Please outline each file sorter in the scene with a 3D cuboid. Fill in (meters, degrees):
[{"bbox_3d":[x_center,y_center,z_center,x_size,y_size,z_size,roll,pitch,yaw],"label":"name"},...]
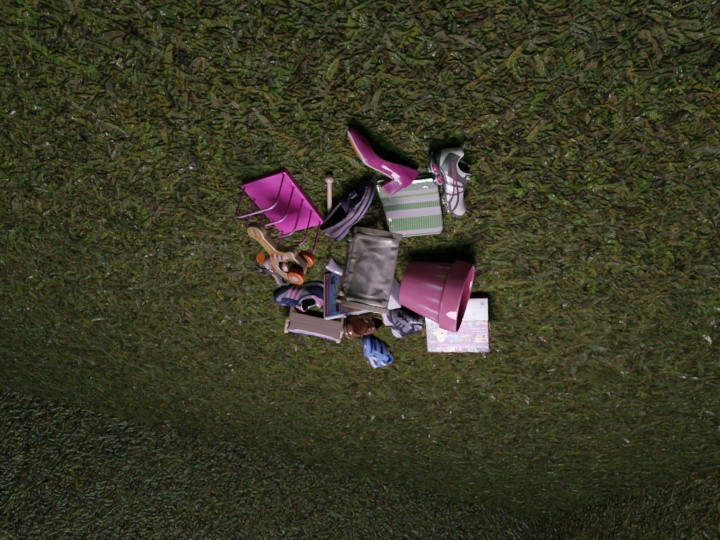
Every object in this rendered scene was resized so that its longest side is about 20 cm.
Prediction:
[{"bbox_3d":[-0.209,-0.132,1.462,0.137,0.127,0.200,-11,140,25],"label":"file sorter"}]

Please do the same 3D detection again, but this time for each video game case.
[{"bbox_3d":[0.301,0.167,1.765,0.197,0.036,0.184,-2,108,14],"label":"video game case"},{"bbox_3d":[-0.022,0.060,1.673,0.198,0.145,0.017,-13,156,26],"label":"video game case"}]

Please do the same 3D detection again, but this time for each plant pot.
[{"bbox_3d":[0.212,0.057,1.596,0.177,0.202,0.201,15,147,17],"label":"plant pot"}]

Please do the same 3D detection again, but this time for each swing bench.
[{"bbox_3d":[0.018,-0.002,1.470,0.128,0.202,0.200,11,178,-5],"label":"swing bench"}]

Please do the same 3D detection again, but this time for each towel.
[{"bbox_3d":[0.131,-0.160,1.446,0.150,0.024,0.201,-4,141,14],"label":"towel"}]

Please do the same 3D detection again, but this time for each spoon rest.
[{"bbox_3d":[0.000,0.000,1.642,0.197,0.100,0.061,11,156,21],"label":"spoon rest"}]

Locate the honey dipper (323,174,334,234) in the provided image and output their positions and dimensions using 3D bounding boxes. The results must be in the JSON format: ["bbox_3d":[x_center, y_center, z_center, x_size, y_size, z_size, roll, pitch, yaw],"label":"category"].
[{"bbox_3d":[-0.082,-0.170,1.466,0.037,0.038,0.201,5,141,4],"label":"honey dipper"}]

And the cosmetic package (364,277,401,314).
[{"bbox_3d":[0.018,0.072,1.730,0.198,0.082,0.113,-14,140,29],"label":"cosmetic package"}]

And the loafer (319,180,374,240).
[{"bbox_3d":[-0.035,-0.151,1.426,0.062,0.073,0.200,14,136,-28],"label":"loafer"}]

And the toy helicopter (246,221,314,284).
[{"bbox_3d":[-0.219,-0.046,1.433,0.131,0.079,0.200,-11,131,41],"label":"toy helicopter"}]

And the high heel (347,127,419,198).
[{"bbox_3d":[0.053,-0.266,1.304,0.096,0.067,0.201,-38,115,3],"label":"high heel"}]

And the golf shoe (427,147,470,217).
[{"bbox_3d":[0.225,-0.202,1.328,0.087,0.078,0.200,-16,138,19],"label":"golf shoe"}]

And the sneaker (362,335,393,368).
[{"bbox_3d":[0.059,0.285,2.024,0.081,0.075,0.200,-7,149,17],"label":"sneaker"}]

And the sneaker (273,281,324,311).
[{"bbox_3d":[-0.201,0.094,1.804,0.198,0.083,0.070,-15,139,29],"label":"sneaker"}]

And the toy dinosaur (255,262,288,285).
[{"bbox_3d":[-0.272,-0.002,1.723,0.087,0.048,0.201,1,147,-1],"label":"toy dinosaur"}]

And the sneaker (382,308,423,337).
[{"bbox_3d":[0.142,0.151,1.823,0.112,0.076,0.200,-7,147,19],"label":"sneaker"}]

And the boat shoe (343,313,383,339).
[{"bbox_3d":[0.011,0.160,1.703,0.067,0.073,0.200,-11,179,22],"label":"boat shoe"}]

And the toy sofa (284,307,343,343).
[{"bbox_3d":[-0.158,0.197,1.922,0.197,0.099,0.083,12,144,-6],"label":"toy sofa"}]
